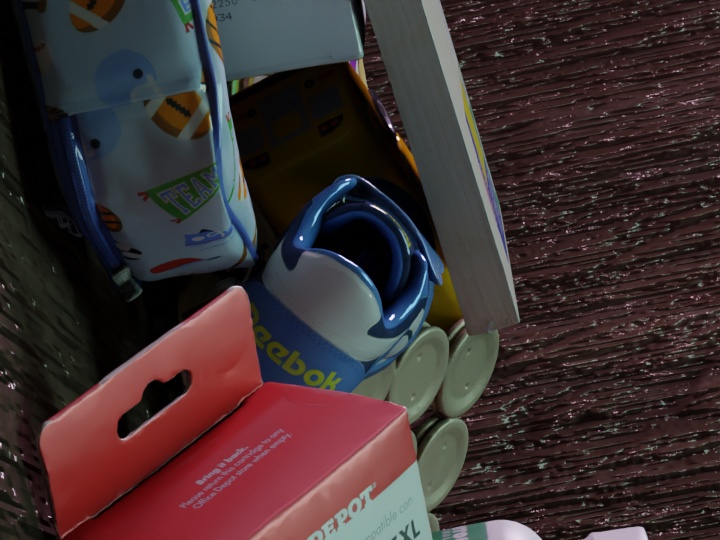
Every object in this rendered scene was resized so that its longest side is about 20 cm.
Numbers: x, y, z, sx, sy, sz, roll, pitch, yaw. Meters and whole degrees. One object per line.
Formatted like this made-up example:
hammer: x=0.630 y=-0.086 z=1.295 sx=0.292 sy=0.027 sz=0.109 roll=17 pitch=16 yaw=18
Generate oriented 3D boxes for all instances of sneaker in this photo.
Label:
sneaker: x=0.000 y=0.000 z=1.172 sx=0.074 sy=0.082 sz=0.200 roll=36 pitch=26 yaw=-2

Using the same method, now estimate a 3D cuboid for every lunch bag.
lunch bag: x=-0.091 y=-0.089 z=1.094 sx=0.160 sy=0.075 sz=0.200 roll=79 pitch=0 yaw=-77

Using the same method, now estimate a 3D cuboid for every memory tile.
memory tile: x=0.000 y=0.115 z=1.312 sx=0.153 sy=0.017 sz=0.200 roll=-7 pitch=118 yaw=-59

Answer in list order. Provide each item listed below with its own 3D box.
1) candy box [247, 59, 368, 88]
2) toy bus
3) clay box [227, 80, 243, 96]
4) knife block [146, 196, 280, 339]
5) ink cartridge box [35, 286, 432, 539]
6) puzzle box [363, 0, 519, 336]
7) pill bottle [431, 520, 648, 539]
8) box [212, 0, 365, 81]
candy box: x=-0.039 y=-0.023 z=1.508 sx=0.117 sy=0.056 sz=0.200 roll=75 pitch=24 yaw=-73
toy bus: x=0.006 y=-0.020 z=1.341 sx=0.200 sy=0.065 sz=0.078 roll=55 pitch=12 yaw=-46
clay box: x=-0.085 y=-0.149 z=1.535 sx=0.200 sy=0.048 sz=0.115 roll=-93 pitch=-175 yaw=-67
knife block: x=-0.064 y=-0.009 z=1.325 sx=0.200 sy=0.064 sz=0.176 roll=68 pitch=8 yaw=26
ink cartridge box: x=-0.031 y=0.119 z=0.962 sx=0.116 sy=0.067 sz=0.200 roll=-38 pitch=125 yaw=-43
puzzle box: x=0.030 y=-0.085 z=1.266 sx=0.133 sy=0.025 sz=0.200 roll=-93 pitch=167 yaw=-66
pill bottle: x=0.029 y=0.167 z=1.194 sx=0.113 sy=0.200 sz=0.113 roll=-11 pitch=90 yaw=-87
box: x=-0.066 y=-0.141 z=1.280 sx=0.200 sy=0.124 sz=0.098 roll=-85 pitch=164 yaw=-79
